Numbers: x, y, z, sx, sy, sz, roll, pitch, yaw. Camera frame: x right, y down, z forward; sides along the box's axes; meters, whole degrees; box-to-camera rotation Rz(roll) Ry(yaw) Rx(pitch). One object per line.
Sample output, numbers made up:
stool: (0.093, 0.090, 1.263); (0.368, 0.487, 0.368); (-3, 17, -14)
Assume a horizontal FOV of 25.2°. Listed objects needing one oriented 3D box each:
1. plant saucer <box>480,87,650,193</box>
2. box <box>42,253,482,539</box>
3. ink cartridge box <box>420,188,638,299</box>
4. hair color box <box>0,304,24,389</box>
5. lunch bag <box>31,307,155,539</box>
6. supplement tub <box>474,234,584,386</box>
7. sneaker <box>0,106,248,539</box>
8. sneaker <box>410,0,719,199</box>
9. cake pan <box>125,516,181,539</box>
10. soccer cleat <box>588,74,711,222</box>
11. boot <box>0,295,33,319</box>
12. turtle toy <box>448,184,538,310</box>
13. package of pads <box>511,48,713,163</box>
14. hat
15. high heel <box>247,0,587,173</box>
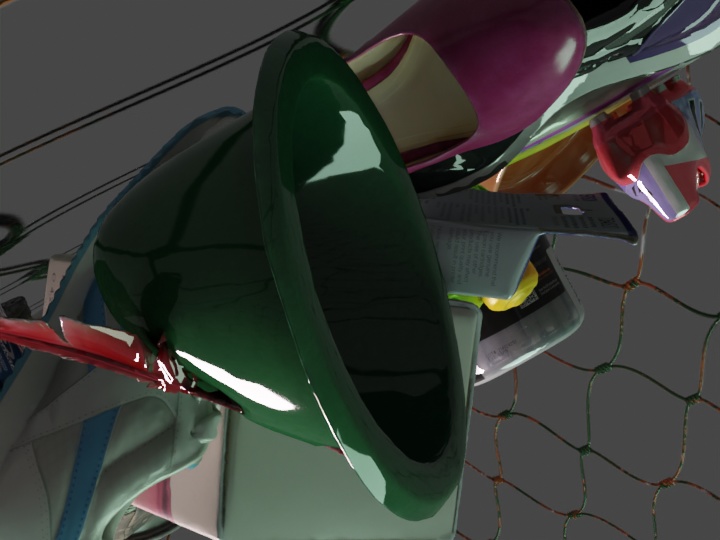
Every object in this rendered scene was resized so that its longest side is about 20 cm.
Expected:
plant saucer: (0.153, -0.119, 1.172); (0.200, 0.032, 0.201); (-41, 160, -19)
box: (-0.056, 0.056, 0.756); (0.127, 0.110, 0.200); (6, -179, -34)
ink cartridge box: (0.033, -0.021, 0.820); (0.198, 0.041, 0.200); (6, -172, 5)
hair color box: (-0.198, 0.050, 0.669); (0.100, 0.061, 0.200); (-29, 180, -5)
lunch bag: (-0.125, 0.056, 1.044); (0.199, 0.140, 0.168); (-32, 164, -31)
supplement tub: (0.082, -0.020, 1.274); (0.122, 0.201, 0.123); (-28, -179, 0)
sneaker: (-0.084, 0.031, 0.625); (0.201, 0.080, 0.077); (-62, -177, -4)
sneaker: (0.065, -0.102, 0.695); (0.199, 0.076, 0.087); (-30, 160, 19)
cake pan: (-0.202, 0.117, 1.176); (0.200, 0.200, 0.037); (-28, 148, -51)
soccer cleat: (0.183, -0.072, 0.981); (0.066, 0.077, 0.200); (-30, 178, 17)
boot: (-0.204, 0.097, 0.908); (0.068, 0.131, 0.200); (-32, -179, -34)
turtle toy: (0.000, 0.000, 0.972); (0.199, 0.146, 0.101); (-30, 167, -23)
package of pads: (0.142, -0.131, 0.994); (0.199, 0.069, 0.155); (-28, 179, 0)
hat: (-0.077, 0.014, 0.570); (0.175, 0.201, 0.166); (-16, -142, 17)
high heel: (0.001, -0.058, 0.634); (0.096, 0.068, 0.199); (-41, -161, -32)
